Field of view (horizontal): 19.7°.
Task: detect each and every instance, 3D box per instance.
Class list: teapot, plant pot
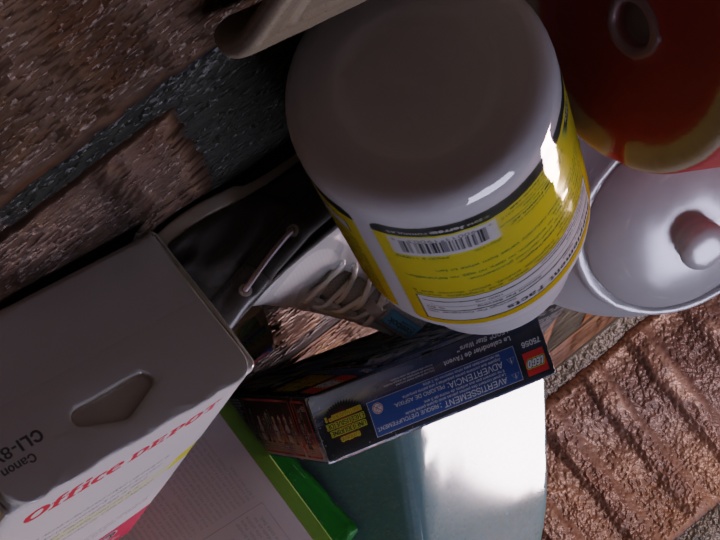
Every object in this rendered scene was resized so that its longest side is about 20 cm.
[{"bbox_3d":[0.153,-0.045,1.086,0.199,0.146,0.198,-8,125,-19],"label":"teapot"},{"bbox_3d":[0.014,0.174,1.404,0.195,0.201,0.196,-4,-168,33],"label":"plant pot"},{"bbox_3d":[0.180,-0.134,0.934,0.177,0.201,0.200,-22,162,-34],"label":"plant pot"}]

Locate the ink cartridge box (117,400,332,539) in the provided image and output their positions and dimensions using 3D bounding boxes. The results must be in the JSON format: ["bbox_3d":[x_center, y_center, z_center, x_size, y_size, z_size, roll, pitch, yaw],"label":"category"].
[{"bbox_3d":[-0.120,0.169,1.116,0.200,0.148,0.076,-29,167,-42],"label":"ink cartridge box"}]

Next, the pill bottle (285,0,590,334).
[{"bbox_3d":[0.041,-0.042,0.905,0.112,0.113,0.200,-38,158,-4],"label":"pill bottle"}]

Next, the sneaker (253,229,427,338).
[{"bbox_3d":[0.000,0.000,1.129,0.075,0.087,0.200,-42,169,26],"label":"sneaker"}]

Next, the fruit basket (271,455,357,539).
[{"bbox_3d":[-0.108,0.192,1.301,0.200,0.185,0.094,-43,177,21],"label":"fruit basket"}]

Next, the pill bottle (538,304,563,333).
[{"bbox_3d":[0.086,-0.015,1.284,0.114,0.114,0.200,-35,170,-21],"label":"pill bottle"}]

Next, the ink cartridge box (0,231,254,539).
[{"bbox_3d":[-0.153,0.086,0.956,0.145,0.083,0.200,-31,168,-37],"label":"ink cartridge box"}]

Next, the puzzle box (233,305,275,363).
[{"bbox_3d":[-0.136,0.085,1.187,0.200,0.025,0.133,-38,171,-6],"label":"puzzle box"}]

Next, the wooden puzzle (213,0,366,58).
[{"bbox_3d":[0.049,-0.163,0.739,0.185,0.037,0.200,-31,172,-42],"label":"wooden puzzle"}]

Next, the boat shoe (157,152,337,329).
[{"bbox_3d":[-0.015,-0.033,1.003,0.200,0.057,0.067,-34,169,-26],"label":"boat shoe"}]

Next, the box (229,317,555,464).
[{"bbox_3d":[0.008,0.064,1.168,0.137,0.040,0.200,-20,-176,-17],"label":"box"}]
